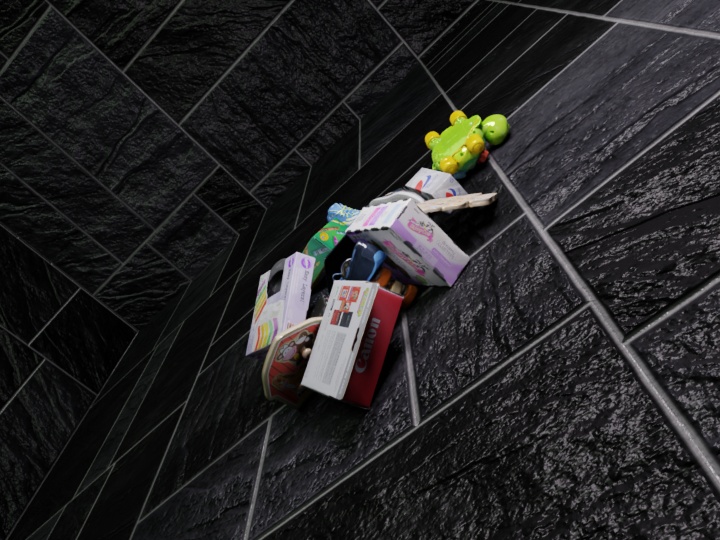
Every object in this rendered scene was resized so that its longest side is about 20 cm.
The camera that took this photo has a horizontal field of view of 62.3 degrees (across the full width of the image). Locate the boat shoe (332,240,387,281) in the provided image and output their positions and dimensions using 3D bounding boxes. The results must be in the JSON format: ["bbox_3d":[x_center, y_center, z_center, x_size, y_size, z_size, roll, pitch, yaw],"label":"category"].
[{"bbox_3d":[-0.004,-0.001,1.180,0.084,0.069,0.200,-49,-6,-39],"label":"boat shoe"}]

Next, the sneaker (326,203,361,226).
[{"bbox_3d":[-0.033,-0.120,1.449,0.076,0.105,0.200,-51,6,-21],"label":"sneaker"}]

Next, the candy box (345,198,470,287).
[{"bbox_3d":[0.084,-0.049,1.136,0.072,0.168,0.200,-53,19,-15],"label":"candy box"}]

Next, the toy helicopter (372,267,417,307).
[{"bbox_3d":[0.026,0.077,1.192,0.133,0.079,0.200,-61,11,-15],"label":"toy helicopter"}]

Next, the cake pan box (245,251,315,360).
[{"bbox_3d":[-0.168,0.075,1.251,0.184,0.052,0.201,-24,51,51],"label":"cake pan box"}]

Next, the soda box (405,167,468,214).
[{"bbox_3d":[0.174,-0.189,1.389,0.063,0.068,0.200,-46,19,1],"label":"soda box"}]

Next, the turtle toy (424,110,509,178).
[{"bbox_3d":[0.251,-0.293,1.382,0.200,0.101,0.146,-37,44,18],"label":"turtle toy"}]

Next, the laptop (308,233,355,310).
[{"bbox_3d":[-0.064,-0.015,1.288,0.200,0.103,0.177,-18,26,47],"label":"laptop"}]

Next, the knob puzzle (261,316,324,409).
[{"bbox_3d":[-0.101,0.169,1.107,0.220,0.220,0.030,-48,53,-5],"label":"knob puzzle"}]

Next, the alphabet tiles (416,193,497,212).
[{"bbox_3d":[0.167,-0.130,1.186,0.199,0.015,0.196,-5,11,23],"label":"alphabet tiles"}]

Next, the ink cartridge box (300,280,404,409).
[{"bbox_3d":[-0.007,0.124,1.017,0.175,0.084,0.201,0,70,64],"label":"ink cartridge box"}]

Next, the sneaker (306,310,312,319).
[{"bbox_3d":[-0.135,0.115,1.411,0.081,0.075,0.200,-38,16,-5],"label":"sneaker"}]

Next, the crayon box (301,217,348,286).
[{"bbox_3d":[-0.104,-0.015,1.359,0.200,0.058,0.119,-54,-3,35],"label":"crayon box"}]

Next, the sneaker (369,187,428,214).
[{"bbox_3d":[0.110,-0.162,1.449,0.079,0.079,0.200,-25,21,-32],"label":"sneaker"}]

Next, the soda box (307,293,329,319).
[{"bbox_3d":[-0.095,0.153,1.201,0.200,0.063,0.071,-60,16,10],"label":"soda box"}]
